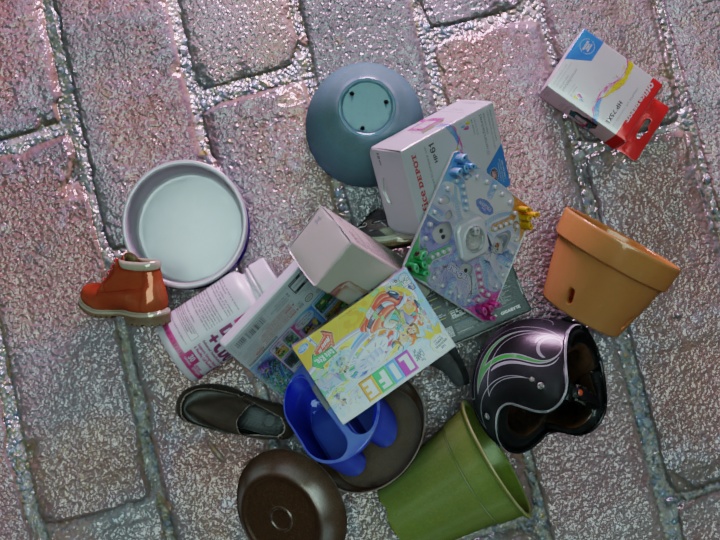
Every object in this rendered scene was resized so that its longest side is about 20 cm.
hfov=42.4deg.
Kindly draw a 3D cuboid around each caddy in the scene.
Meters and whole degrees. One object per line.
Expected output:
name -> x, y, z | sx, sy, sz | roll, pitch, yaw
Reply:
caddy -> -0.036, 0.214, 1.417 | 0.141, 0.105, 0.200 | -43, 46, 1

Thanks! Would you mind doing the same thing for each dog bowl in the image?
dog bowl -> -0.277, -0.071, 1.488 | 0.197, 0.079, 0.204 | 0, 86, -2

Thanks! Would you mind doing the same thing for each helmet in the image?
helmet -> 0.264, 0.175, 1.431 | 0.189, 0.199, 0.203 | -16, 86, 36

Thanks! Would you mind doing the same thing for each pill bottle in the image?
pill bottle -> -0.211, 0.074, 1.463 | 0.199, 0.113, 0.114 | -34, 88, -3

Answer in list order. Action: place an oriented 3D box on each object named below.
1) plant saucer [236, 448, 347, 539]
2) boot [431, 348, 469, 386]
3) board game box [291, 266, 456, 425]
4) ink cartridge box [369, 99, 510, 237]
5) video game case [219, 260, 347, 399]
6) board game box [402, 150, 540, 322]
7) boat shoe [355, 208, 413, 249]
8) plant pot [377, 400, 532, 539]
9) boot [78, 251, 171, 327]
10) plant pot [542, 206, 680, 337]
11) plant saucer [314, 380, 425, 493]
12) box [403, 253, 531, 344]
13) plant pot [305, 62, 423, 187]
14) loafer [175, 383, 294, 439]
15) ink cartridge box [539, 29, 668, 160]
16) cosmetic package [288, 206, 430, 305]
plant saucer -> -0.116, 0.379, 1.438 | 0.197, 0.037, 0.204 | 5, 103, 24
boot -> 0.075, 0.131, 1.423 | 0.131, 0.070, 0.201 | -35, 119, 2
board game box -> 0.019, 0.107, 1.332 | 0.199, 0.034, 0.135 | -35, 95, -2
ink cartridge box -> 0.126, -0.159, 1.440 | 0.199, 0.084, 0.146 | -30, 116, -27
video game case -> -0.098, 0.089, 1.452 | 0.200, 0.024, 0.182 | -47, 132, -5
board game box -> 0.175, -0.048, 1.422 | 0.199, 0.026, 0.202 | 31, 79, -34
boat shoe -> 0.034, -0.068, 1.502 | 0.197, 0.072, 0.066 | -7, 80, -5
plant pot -> 0.134, 0.337, 1.434 | 0.189, 0.200, 0.202 | -33, 88, 10
boot -> -0.370, 0.022, 1.441 | 0.198, 0.075, 0.109 | 5, 105, 37
plant pot -> 0.376, 0.009, 1.453 | 0.198, 0.200, 0.141 | 29, 103, 1
plant saucer -> 0.019, 0.255, 1.448 | 0.198, 0.035, 0.203 | -18, 50, 23
box -> 0.157, 0.032, 1.507 | 0.198, 0.049, 0.162 | -23, 85, -2
plant pot -> 0.008, -0.244, 1.478 | 0.197, 0.135, 0.204 | 0, 86, -1
loafer -> -0.197, 0.225, 1.475 | 0.197, 0.071, 0.074 | 8, 86, -1
ink cartridge box -> 0.409, -0.285, 1.523 | 0.199, 0.067, 0.117 | 35, 86, 1
cosmetic package -> 0.000, 0.000, 1.385 | 0.087, 0.199, 0.104 | -48, 45, 11
